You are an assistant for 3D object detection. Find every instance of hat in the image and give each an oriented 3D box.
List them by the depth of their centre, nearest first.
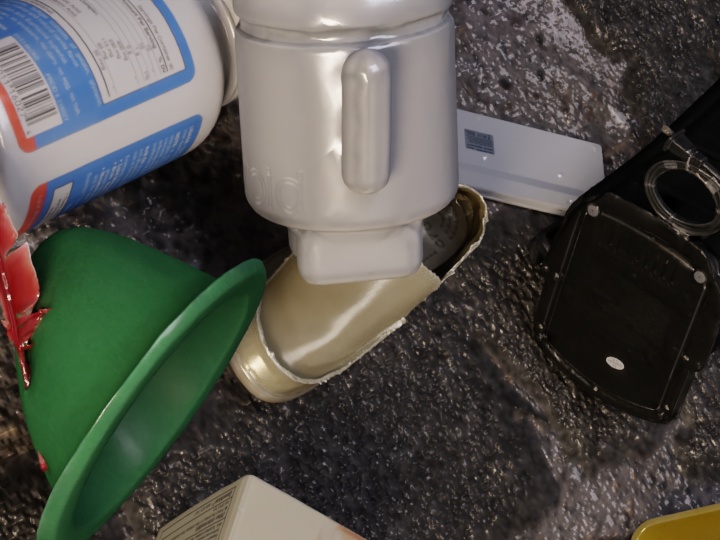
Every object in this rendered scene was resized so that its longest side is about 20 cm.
[{"bbox_3d":[-0.158,0.008,1.053,0.176,0.200,0.166,36,24,8],"label":"hat"}]

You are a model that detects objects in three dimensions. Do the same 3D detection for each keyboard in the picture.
[{"bbox_3d":[0.073,-0.071,1.337,0.199,0.011,0.057,11,58,-32],"label":"keyboard"}]

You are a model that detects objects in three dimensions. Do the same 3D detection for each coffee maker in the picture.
[{"bbox_3d":[0.217,-0.031,1.302,0.135,0.192,0.200,49,48,3],"label":"coffee maker"}]

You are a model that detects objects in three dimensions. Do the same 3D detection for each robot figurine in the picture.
[{"bbox_3d":[-0.007,-0.096,1.121,0.112,0.170,0.201,-6,109,-11],"label":"robot figurine"}]

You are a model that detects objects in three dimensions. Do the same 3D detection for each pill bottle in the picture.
[{"bbox_3d":[-0.141,-0.096,1.125,0.200,0.112,0.113,-29,88,-41],"label":"pill bottle"}]

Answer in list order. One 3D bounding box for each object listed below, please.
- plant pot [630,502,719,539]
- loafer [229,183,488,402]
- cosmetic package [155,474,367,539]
[{"bbox_3d":[0.271,0.250,1.226,0.176,0.199,0.201,36,52,-33],"label":"plant pot"},{"bbox_3d":[0.000,0.000,1.211,0.076,0.068,0.200,52,50,-5],"label":"loafer"},{"bbox_3d":[-0.070,0.213,1.041,0.087,0.103,0.201,32,55,-19],"label":"cosmetic package"}]
